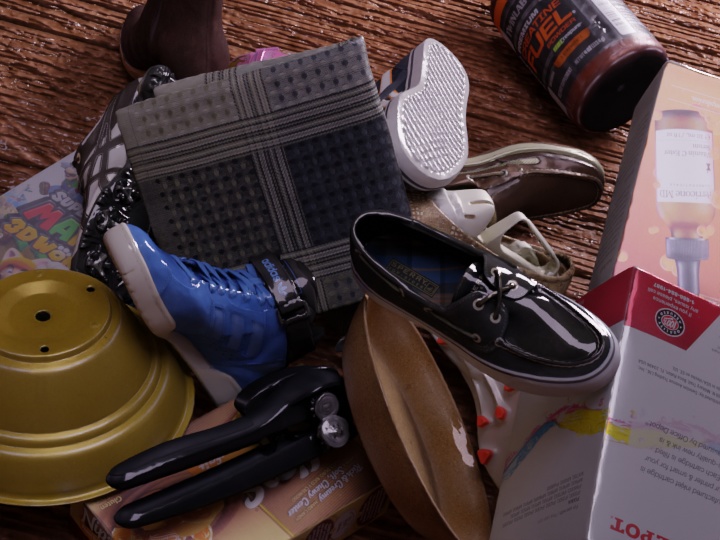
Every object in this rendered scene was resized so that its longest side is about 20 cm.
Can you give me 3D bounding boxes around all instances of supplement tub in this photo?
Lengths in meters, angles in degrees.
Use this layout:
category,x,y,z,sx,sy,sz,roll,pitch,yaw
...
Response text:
category,x,y,z,sx,sy,sz,roll,pitch,yaw
supplement tub,0.190,-0.229,1.456,0.106,0.107,0.201,-17,54,-27

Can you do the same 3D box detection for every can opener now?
category,x,y,z,sx,sy,sz,roll,pitch,yaw
can opener,-0.079,0.120,1.039,0.199,0.078,0.064,-27,102,-35

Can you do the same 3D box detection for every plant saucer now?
category,x,y,z,sx,sy,sz,roll,pitch,yaw
plant saucer,0.034,0.110,1.088,0.035,0.200,0.201,-24,50,13

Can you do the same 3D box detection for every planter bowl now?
category,x,y,z,sx,sy,sz,roll,pitch,yaw
planter bowl,-0.213,0.058,1.064,0.198,0.084,0.201,2,39,-2

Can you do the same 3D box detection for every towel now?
category,x,y,z,sx,sy,sz,roll,pitch,yaw
towel,-0.066,-0.057,1.156,0.198,0.194,0.035,-13,14,12

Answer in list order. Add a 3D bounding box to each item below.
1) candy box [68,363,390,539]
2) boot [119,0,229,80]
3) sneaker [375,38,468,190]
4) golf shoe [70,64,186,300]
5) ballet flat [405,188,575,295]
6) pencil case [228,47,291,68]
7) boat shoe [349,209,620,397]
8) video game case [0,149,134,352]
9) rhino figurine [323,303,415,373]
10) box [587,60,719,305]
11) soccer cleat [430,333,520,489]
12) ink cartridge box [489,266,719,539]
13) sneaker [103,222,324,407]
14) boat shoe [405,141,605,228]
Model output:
category,x,y,z,sx,sy,sz,roll,pitch,yaw
candy box,-0.086,0.157,1.076,0.199,0.056,0.116,-26,59,-32
boot,-0.151,-0.225,1.308,0.072,0.168,0.200,-6,37,-22
sneaker,0.037,-0.107,1.237,0.078,0.079,0.200,44,28,-15
golf shoe,-0.186,-0.061,1.219,0.078,0.094,0.201,37,61,-35
ballet flat,0.093,-0.028,1.220,0.199,0.065,0.071,28,20,-37
pencil case,-0.082,-0.097,1.272,0.082,0.087,0.201,29,36,-21
boat shoe,0.074,0.019,1.010,0.199,0.057,0.069,25,69,24
video game case,-0.222,-0.022,1.226,0.143,0.018,0.200,37,51,19
rhino figurine,0.000,0.000,1.226,0.060,0.087,0.201,32,32,-46
box,0.280,-0.040,1.257,0.151,0.106,0.202,16,75,0
soccer cleat,0.111,0.091,1.181,0.077,0.069,0.201,12,46,-52
ink cartridge box,0.190,0.133,1.057,0.144,0.145,0.201,25,61,-16
sneaker,-0.092,0.012,1.086,0.111,0.200,0.077,-32,47,0
boat shoe,0.107,-0.057,1.305,0.200,0.075,0.075,-3,42,-1
